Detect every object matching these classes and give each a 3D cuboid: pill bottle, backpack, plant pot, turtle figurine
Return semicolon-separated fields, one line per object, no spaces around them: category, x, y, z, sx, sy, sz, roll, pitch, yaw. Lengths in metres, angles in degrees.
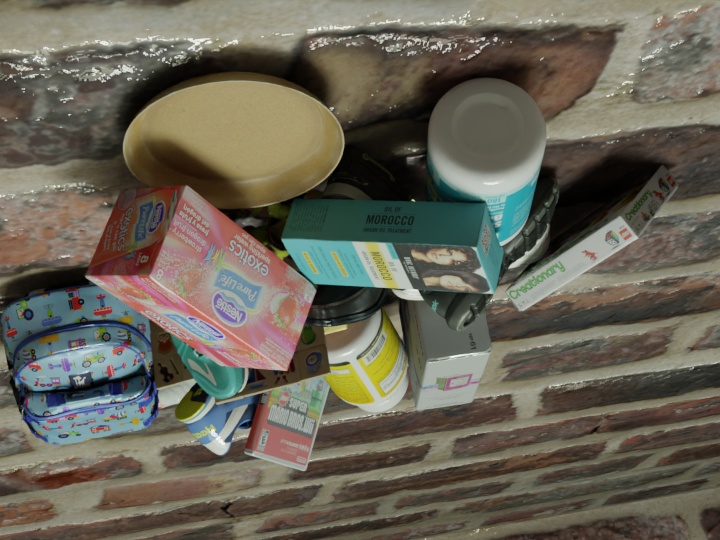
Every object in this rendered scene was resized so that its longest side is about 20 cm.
pill bottle;-0.004;0.101;1.495;0.110;0.114;0.201;-15;147;10
backpack;-0.317;0.098;1.351;0.179;0.137;0.201;-8;154;-12
pill bottle;0.117;-0.090;1.150;0.109;0.113;0.201;-11;157;-2
plant pot;-0.113;-0.118;1.060;0.196;0.028;0.201;-5;151;-3
turtle figurine;-0.070;-0.041;1.233;0.198;0.065;0.161;8;150;-39

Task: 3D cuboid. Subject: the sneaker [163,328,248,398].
sneaker;-0.183;0.050;1.226;0.076;0.202;0.080;-21;-164;17

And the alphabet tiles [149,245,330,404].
alphabet tiles;-0.138;0.060;1.299;0.196;0.170;0.008;-15;155;9

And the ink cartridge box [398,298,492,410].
ink cartridge box;0.102;0.072;1.474;0.083;0.147;0.201;-7;157;-6

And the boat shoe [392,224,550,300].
boat shoe;0.125;-0.026;1.364;0.197;0.072;0.070;-20;158;-5

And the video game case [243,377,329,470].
video game case;-0.080;0.147;1.511;0.017;0.204;0.143;10;169;28

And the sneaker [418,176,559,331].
sneaker;0.140;-0.033;1.291;0.201;0.079;0.076;-49;159;-9

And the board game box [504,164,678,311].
board game box;0.265;-0.035;1.365;0.200;0.035;0.126;-39;-177;46

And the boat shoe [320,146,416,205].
boat shoe;0.038;-0.050;1.205;0.071;0.061;0.201;-4;149;38

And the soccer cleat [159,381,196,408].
soccer cleat;-0.235;0.147;1.598;0.085;0.070;0.198;-37;151;30

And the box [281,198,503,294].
box;0.031;-0.023;1.128;0.196;0.050;0.083;3;148;23

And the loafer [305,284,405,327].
loafer;0.000;0.000;1.265;0.072;0.074;0.200;5;-155;30

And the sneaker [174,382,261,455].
sneaker;-0.151;0.148;1.488;0.073;0.083;0.200;-18;-157;45

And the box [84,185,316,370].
box;-0.148;0.011;1.132;0.101;0.096;0.200;0;152;40

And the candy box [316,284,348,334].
candy box;-0.109;0.050;1.366;0.197;0.057;0.117;-17;-166;9
